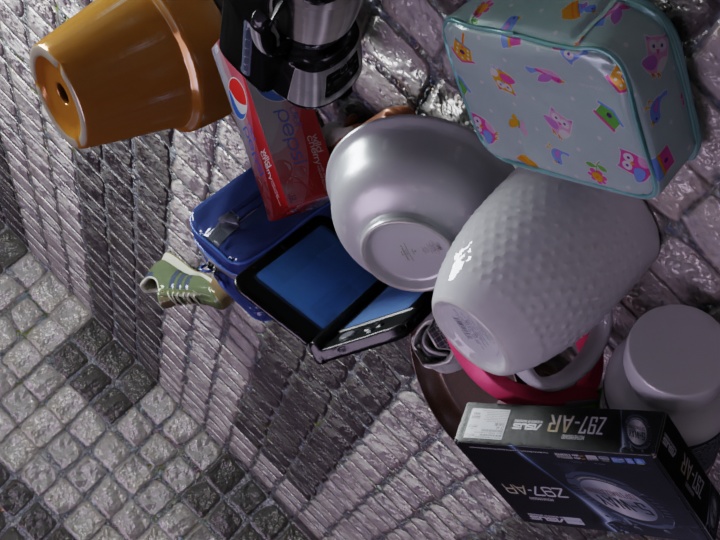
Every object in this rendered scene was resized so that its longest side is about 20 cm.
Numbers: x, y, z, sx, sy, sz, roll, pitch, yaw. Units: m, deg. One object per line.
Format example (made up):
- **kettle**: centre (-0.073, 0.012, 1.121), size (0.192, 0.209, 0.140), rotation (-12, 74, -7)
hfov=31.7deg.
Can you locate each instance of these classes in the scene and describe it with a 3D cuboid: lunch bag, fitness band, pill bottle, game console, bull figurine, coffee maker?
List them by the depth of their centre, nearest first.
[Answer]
- **lunch bag**: centre (0.160, -0.140, 0.976), size (0.199, 0.077, 0.161), rotation (25, 152, 47)
- **coffee maker**: centre (-0.066, -0.271, 1.153), size (0.200, 0.133, 0.194), rotation (109, 139, -67)
- **pill bottle**: centre (0.280, 0.119, 1.162), size (0.119, 0.120, 0.201), rotation (37, 158, 24)
- **fitness band**: centre (0.161, 0.068, 1.218), size (0.037, 0.198, 0.145), rotation (-40, 58, 41)
- **bull figurine**: centre (0.023, -0.115, 1.324), size (0.122, 0.065, 0.200), rotation (47, 163, -12)
- **game console**: centre (0.000, 0.000, 1.328), size (0.175, 0.200, 0.117), rotation (-19, 103, 35)
- **lunch bag**: centre (-0.107, -0.049, 1.513), size (0.136, 0.199, 0.133), rotation (37, 156, 38)

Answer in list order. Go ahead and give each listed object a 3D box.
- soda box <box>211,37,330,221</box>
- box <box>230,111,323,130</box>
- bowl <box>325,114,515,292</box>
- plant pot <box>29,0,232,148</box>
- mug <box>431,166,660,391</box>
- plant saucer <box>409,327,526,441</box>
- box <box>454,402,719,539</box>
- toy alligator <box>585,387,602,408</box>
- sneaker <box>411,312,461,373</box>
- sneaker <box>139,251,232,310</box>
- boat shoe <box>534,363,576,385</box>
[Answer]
- **soda box**: centre (-0.090, -0.160, 1.344), size (0.063, 0.069, 0.202), rotation (-28, 81, 64)
- **box**: centre (-0.124, -0.205, 1.501), size (0.199, 0.032, 0.122), rotation (22, 149, 51)
- **bowl**: centre (0.054, -0.044, 1.219), size (0.199, 0.091, 0.202), rotation (10, 139, 8)
- **plant pot**: centre (-0.268, -0.232, 1.453), size (0.200, 0.182, 0.202), rotation (40, 147, 33)
- **mug**: centre (0.163, 0.019, 1.126), size (0.147, 0.175, 0.201), rotation (20, 148, 51)
- **plant saucer**: centre (0.125, 0.115, 1.420), size (0.200, 0.032, 0.202), rotation (40, 140, 44)
- **box**: centre (0.206, 0.181, 1.148), size (0.198, 0.044, 0.160), rotation (-1, 143, 36)
- **toy alligator**: centre (0.239, 0.149, 1.312), size (0.059, 0.199, 0.055), rotation (-20, 77, 30)
- **sneaker**: centre (0.086, 0.071, 1.324), size (0.077, 0.080, 0.200), rotation (53, 163, 11)
- **sneaker**: centre (-0.319, 0.041, 2.278), size (0.199, 0.090, 0.067), rotation (29, 153, 40)
- **boat shoe**: centre (0.181, 0.126, 1.452), size (0.199, 0.068, 0.075), rotation (34, 158, 45)
